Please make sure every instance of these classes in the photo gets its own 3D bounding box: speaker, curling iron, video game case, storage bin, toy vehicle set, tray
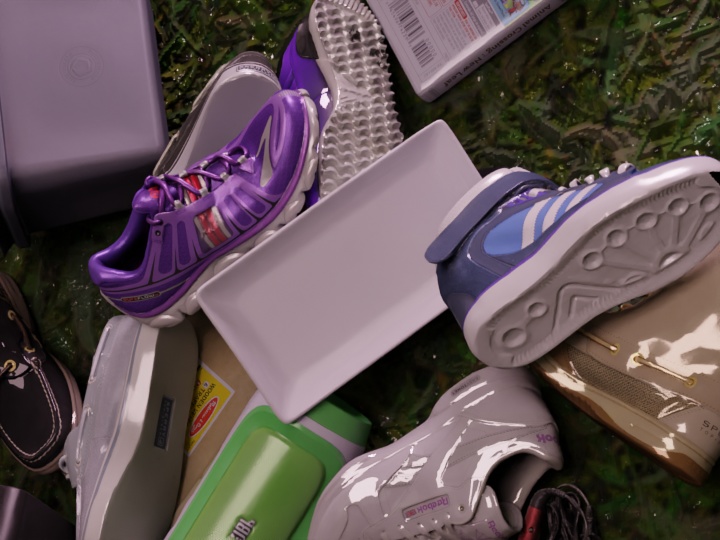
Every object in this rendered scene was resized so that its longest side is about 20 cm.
[{"bbox_3d":[-0.075,0.168,1.700,0.088,0.088,0.201,33,93,33],"label":"speaker"},{"bbox_3d":[0.098,0.230,1.615,0.049,0.026,0.201,22,87,36],"label":"curling iron"},{"bbox_3d":[0.074,-0.246,1.780,0.182,0.022,0.201,-36,60,16],"label":"video game case"},{"bbox_3d":[-0.210,-0.122,1.850,0.133,0.146,0.201,-8,68,-1],"label":"storage bin"},{"bbox_3d":[-0.122,0.089,1.785,0.124,0.026,0.200,40,96,33],"label":"toy vehicle set"},{"bbox_3d":[0.000,0.000,1.660,0.199,0.022,0.108,-35,98,-6],"label":"tray"}]

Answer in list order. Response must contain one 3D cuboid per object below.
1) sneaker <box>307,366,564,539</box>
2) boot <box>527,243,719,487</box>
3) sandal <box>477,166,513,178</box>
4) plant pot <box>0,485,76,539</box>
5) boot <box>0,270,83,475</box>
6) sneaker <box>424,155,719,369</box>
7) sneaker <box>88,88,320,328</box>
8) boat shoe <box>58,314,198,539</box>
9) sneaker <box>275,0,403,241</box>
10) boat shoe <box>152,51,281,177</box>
[{"bbox_3d":[0.045,0.149,1.633,0.200,0.075,0.100,-42,48,15],"label":"sneaker"},{"bbox_3d":[0.185,0.026,1.603,0.156,0.073,0.200,-53,47,-1],"label":"boot"},{"bbox_3d":[0.029,-0.017,1.721,0.199,0.043,0.077,-19,66,24],"label":"sandal"},{"bbox_3d":[-0.274,0.250,1.737,0.199,0.200,0.179,-1,63,30],"label":"plant pot"},{"bbox_3d":[-0.285,0.051,1.806,0.073,0.150,0.201,-41,50,15],"label":"boot"},{"bbox_3d":[0.131,-0.040,1.593,0.200,0.081,0.147,-35,37,15],"label":"sneaker"},{"bbox_3d":[-0.103,-0.044,1.689,0.200,0.083,0.081,-47,36,16],"label":"sneaker"},{"bbox_3d":[-0.167,0.124,1.749,0.071,0.070,0.202,0,69,35],"label":"boat shoe"},{"bbox_3d":[-0.025,-0.087,1.752,0.099,0.069,0.201,-42,39,42],"label":"sneaker"},{"bbox_3d":[-0.110,-0.059,1.772,0.201,0.070,0.064,-59,16,17],"label":"boat shoe"}]
